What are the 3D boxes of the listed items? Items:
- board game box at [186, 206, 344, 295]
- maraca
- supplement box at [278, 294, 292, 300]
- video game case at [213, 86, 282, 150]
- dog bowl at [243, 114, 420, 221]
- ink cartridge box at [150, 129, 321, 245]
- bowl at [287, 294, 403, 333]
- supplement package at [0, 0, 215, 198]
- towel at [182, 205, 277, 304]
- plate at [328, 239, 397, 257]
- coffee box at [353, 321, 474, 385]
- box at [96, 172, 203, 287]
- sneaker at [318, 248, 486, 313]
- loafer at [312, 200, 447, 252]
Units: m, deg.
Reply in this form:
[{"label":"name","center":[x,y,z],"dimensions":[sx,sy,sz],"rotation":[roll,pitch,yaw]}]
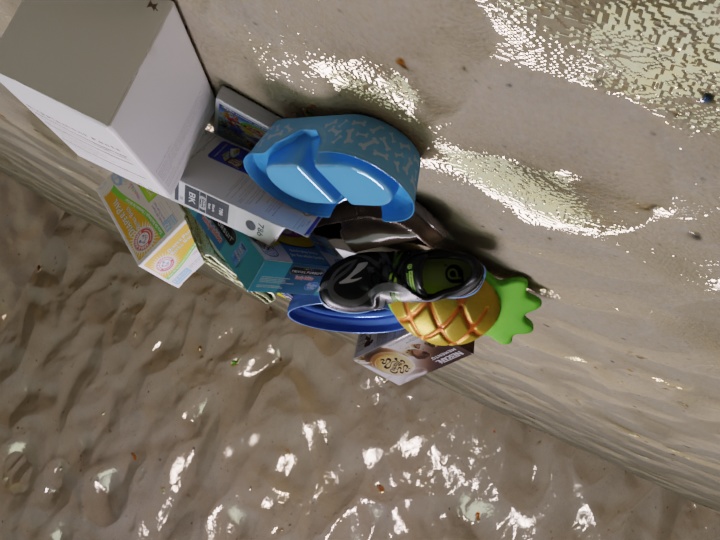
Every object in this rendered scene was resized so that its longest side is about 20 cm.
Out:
[{"label":"board game box","center":[-0.121,-0.054,0.850],"dimensions":[0.149,0.047,0.200],"rotation":[7,-145,-51]},{"label":"maraca","center":[0.129,0.041,0.886],"dimensions":[0.195,0.108,0.139],"rotation":[10,136,6]},{"label":"supplement box","center":[-0.186,-0.035,1.264],"dimensions":[0.197,0.111,0.109],"rotation":[20,169,33]},{"label":"video game case","center":[-0.105,-0.140,0.809],"dimensions":[0.141,0.018,0.200],"rotation":[28,170,-9]},{"label":"dog bowl","center":[-0.026,-0.100,0.667],"dimensions":[0.197,0.050,0.111],"rotation":[7,155,42]},{"label":"ink cartridge box","center":[-0.128,-0.091,0.779],"dimensions":[0.196,0.100,0.040],"rotation":[24,133,9]},{"label":"bowl","center":[-0.016,0.058,1.085],"dimensions":[0.195,0.040,0.201],"rotation":[3,163,1]},{"label":"supplement package","center":[-0.228,-0.172,0.653],"dimensions":[0.118,0.123,0.200],"rotation":[25,169,3]},{"label":"towel","center":[-0.196,-0.039,1.035],"dimensions":[0.148,0.036,0.201],"rotation":[40,-170,-39]},{"label":"plate","center":[0.000,0.000,1.020],"dimensions":[0.195,0.033,0.199],"rotation":[12,160,-22]},{"label":"coffee box","center":[0.093,0.115,1.191],"dimensions":[0.112,0.081,0.199],"rotation":[31,141,-25]},{"label":"box","center":[-0.331,-0.089,1.137],"dimensions":[0.201,0.112,0.101],"rotation":[50,-176,32]},{"label":"sneaker","center":[0.047,0.005,0.792],"dimensions":[0.194,0.073,0.083],"rotation":[-6,170,1]},{"label":"loafer","center":[0.016,-0.049,0.812],"dimensions":[0.198,0.072,0.073],"rotation":[15,166,45]}]
